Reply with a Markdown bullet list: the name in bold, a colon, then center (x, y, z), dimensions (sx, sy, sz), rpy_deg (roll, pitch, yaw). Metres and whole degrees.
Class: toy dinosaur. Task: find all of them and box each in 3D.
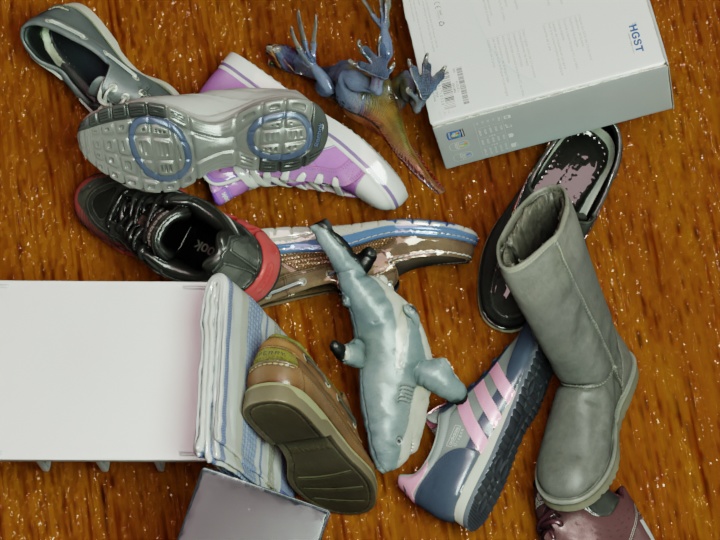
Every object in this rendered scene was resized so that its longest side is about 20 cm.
- **toy dinosaur**: center (-0.017, -0.149, 1.642), dimensions (0.104, 0.181, 0.201), rpy_deg (3, 81, -27)

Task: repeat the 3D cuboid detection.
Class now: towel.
- **towel**: center (-0.087, 0.099, 1.556), dimensions (0.024, 0.200, 0.148), rpy_deg (-3, 71, 15)

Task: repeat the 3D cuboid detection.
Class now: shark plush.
- **shark plush**: center (0.013, 0.055, 1.581), dimensions (0.083, 0.091, 0.201), rpy_deg (-29, 114, -32)

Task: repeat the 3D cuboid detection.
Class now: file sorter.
- **file sorter**: center (-0.207, 0.090, 1.592), dimensions (0.199, 0.125, 0.140), rpy_deg (1, 77, -2)

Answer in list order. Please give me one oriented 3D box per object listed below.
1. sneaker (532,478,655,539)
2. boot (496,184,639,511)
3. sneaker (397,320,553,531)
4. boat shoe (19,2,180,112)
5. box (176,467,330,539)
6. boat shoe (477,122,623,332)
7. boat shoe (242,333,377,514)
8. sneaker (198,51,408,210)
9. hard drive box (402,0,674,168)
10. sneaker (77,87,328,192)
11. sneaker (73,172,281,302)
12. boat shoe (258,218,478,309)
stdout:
- **sneaker**: center (0.141, 0.228, 1.607), dimensions (0.199, 0.076, 0.116), rpy_deg (-17, 72, -17)
- **boot**: center (0.156, 0.062, 1.565), dimensions (0.072, 0.200, 0.182), rpy_deg (0, 48, 23)
- **sneaker**: center (0.098, 0.110, 1.633), dimensions (0.082, 0.070, 0.201), rpy_deg (18, 65, 25)
- **boat shoe**: center (-0.210, -0.145, 1.667), dimensions (0.200, 0.062, 0.073), rpy_deg (48, 123, 17)
- **box**: center (-0.104, 0.272, 1.521), dimensions (0.104, 0.182, 0.201), rpy_deg (18, 75, 3)
- **boat shoe**: center (0.157, -0.043, 1.675), dimensions (0.073, 0.063, 0.202), rpy_deg (29, 78, 3)
- **boat shoe**: center (-0.030, 0.123, 1.567), dimensions (0.072, 0.200, 0.068), rpy_deg (-4, 55, 17)
- **sneaker**: center (-0.063, -0.083, 1.675), dimensions (0.200, 0.073, 0.115), rpy_deg (34, 80, 16)
- **hard drive box**: center (0.145, -0.191, 1.667), dimensions (0.199, 0.077, 0.157), rpy_deg (-14, 62, 6)
- **sneaker**: center (-0.128, -0.111, 1.606), dimensions (0.199, 0.087, 0.075), rpy_deg (-2, 110, -7)
- **sneaker**: center (-0.162, -0.037, 1.619), dimensions (0.200, 0.098, 0.071), rpy_deg (25, 89, 26)
- **boat shoe**: center (0.000, 0.000, 1.657), dimensions (0.199, 0.072, 0.073), rpy_deg (-4, 81, 7)
